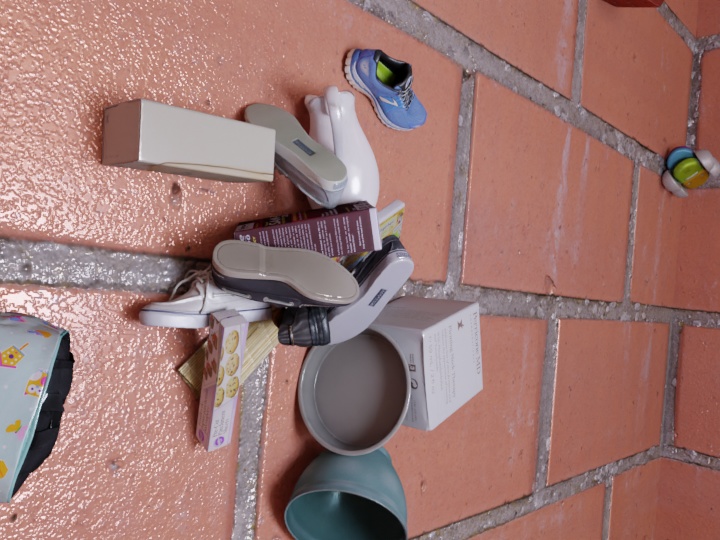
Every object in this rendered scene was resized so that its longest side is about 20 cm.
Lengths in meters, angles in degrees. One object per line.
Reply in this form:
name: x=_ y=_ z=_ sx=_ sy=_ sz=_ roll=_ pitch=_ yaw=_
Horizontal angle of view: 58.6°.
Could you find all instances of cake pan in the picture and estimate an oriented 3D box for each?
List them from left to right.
cake pan: x=-0.007 y=0.187 z=1.018 sx=0.037 sy=0.196 sz=0.205 roll=31 pitch=71 yaw=-61

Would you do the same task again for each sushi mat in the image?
sushi mat: x=-0.177 y=0.110 z=0.950 sx=0.200 sy=0.012 sz=0.097 roll=-48 pitch=124 yaw=-34

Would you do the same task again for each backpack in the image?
backpack: x=-0.360 y=0.126 z=0.619 sx=0.151 sy=0.198 sz=0.180 roll=23 pitch=78 yaw=-28

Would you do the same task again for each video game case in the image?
video game case: x=0.000 y=0.000 z=1.071 sx=0.199 sy=0.023 sz=0.185 roll=-37 pitch=145 yaw=-39

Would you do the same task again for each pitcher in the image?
pitcher: x=-0.034 y=-0.174 z=0.978 sx=0.172 sy=0.118 sz=0.206 roll=-97 pitch=179 yaw=-80

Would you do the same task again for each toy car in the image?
toy car: x=1.150 y=-0.367 z=2.260 sx=0.197 sy=0.174 sz=0.153 roll=12 pitch=50 yaw=-46

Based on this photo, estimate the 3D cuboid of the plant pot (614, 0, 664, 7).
plant pot: x=0.764 y=-0.835 z=1.774 sx=0.197 sy=0.198 sz=0.181 roll=-7 pitch=111 yaw=-46

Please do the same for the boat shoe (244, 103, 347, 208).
boat shoe: x=-0.099 y=-0.161 z=0.917 sx=0.069 sy=0.200 sz=0.072 roll=-30 pitch=153 yaw=-37

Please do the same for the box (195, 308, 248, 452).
box: x=-0.188 y=0.150 z=0.866 sx=0.041 sy=0.038 sz=0.205 roll=-9 pitch=122 yaw=-41

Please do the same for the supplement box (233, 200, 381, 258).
supplement box: x=-0.075 y=-0.050 z=0.907 sx=0.195 sy=0.109 sz=0.063 roll=-11 pitch=102 yaw=-5

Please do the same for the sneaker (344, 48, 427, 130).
sneaker: x=0.060 y=-0.312 z=1.116 sx=0.199 sy=0.088 sz=0.080 roll=31 pitch=72 yaw=-44

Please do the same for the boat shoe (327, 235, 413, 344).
boat shoe: x=-0.002 y=0.029 z=0.981 sx=0.071 sy=0.069 sz=0.201 roll=17 pitch=124 yaw=-40

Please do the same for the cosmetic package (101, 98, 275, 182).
cosmetic package: x=-0.215 y=-0.160 z=0.822 sx=0.197 sy=0.102 sz=0.075 roll=0 pitch=94 yaw=-46

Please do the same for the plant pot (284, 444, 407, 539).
plant pot: x=-0.014 y=0.359 z=1.040 sx=0.203 sy=0.196 sz=0.136 roll=61 pitch=26 yaw=-30

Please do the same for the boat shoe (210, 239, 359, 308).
boat shoe: x=-0.099 y=0.014 z=0.841 sx=0.195 sy=0.063 sz=0.074 roll=14 pitch=49 yaw=-14

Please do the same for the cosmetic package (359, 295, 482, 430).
cosmetic package: x=0.098 y=0.152 z=1.127 sx=0.198 sy=0.163 sz=0.172 roll=-19 pitch=107 yaw=-51

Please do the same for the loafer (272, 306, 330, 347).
loafer: x=-0.094 y=0.058 z=0.929 sx=0.070 sy=0.200 sz=0.075 roll=-10 pitch=101 yaw=-10

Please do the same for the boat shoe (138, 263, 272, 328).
boat shoe: x=-0.203 y=0.029 z=0.867 sx=0.199 sy=0.074 sz=0.089 roll=-2 pitch=93 yaw=-42
